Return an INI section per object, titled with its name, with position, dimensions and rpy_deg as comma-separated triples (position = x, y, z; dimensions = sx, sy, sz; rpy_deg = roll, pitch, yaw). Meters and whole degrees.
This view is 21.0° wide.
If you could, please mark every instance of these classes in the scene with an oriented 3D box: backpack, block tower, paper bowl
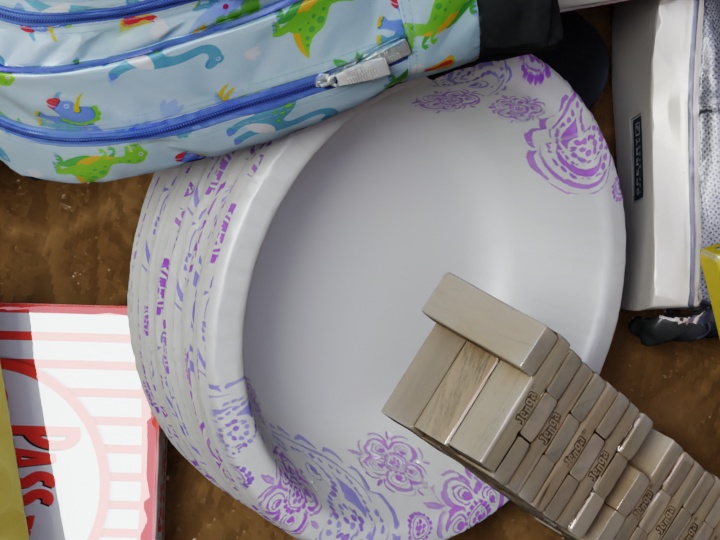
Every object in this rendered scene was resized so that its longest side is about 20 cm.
[backpack]
position = -0.056, -0.114, 0.646
dimensions = 0.199, 0.154, 0.164
rpy_deg = -26, 63, 5
[block tower]
position = 0.084, 0.074, 0.746
dimensions = 0.054, 0.200, 0.058
rpy_deg = 27, 81, 42
[paper bowl]
position = 0.000, 0.000, 0.761
dimensions = 0.199, 0.104, 0.202
rpy_deg = -13, 113, -33

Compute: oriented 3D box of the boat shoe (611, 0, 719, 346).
[boat shoe]
position = 0.159, -0.068, 0.822
dimensions = 0.092, 0.075, 0.202
rpy_deg = 1, 89, -9

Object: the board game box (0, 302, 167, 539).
[board game box]
position = -0.179, 0.089, 0.805
dimensions = 0.198, 0.046, 0.153
rpy_deg = 1, 83, -1

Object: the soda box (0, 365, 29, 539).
[soda box]
position = -0.169, 0.105, 0.736
dimensions = 0.067, 0.064, 0.202
rpy_deg = -6, 82, -41

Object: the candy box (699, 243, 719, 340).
[candy box]
position = 0.209, 0.074, 0.793
dimensions = 0.101, 0.026, 0.202
rpy_deg = -16, 100, -5

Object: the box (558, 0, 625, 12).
[box]
position = 0.096, -0.221, 0.766
dimensions = 0.108, 0.128, 0.201
rpy_deg = -11, 54, -2

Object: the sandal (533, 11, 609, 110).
[sandal]
position = 0.016, -0.127, 0.828
dimensions = 0.199, 0.043, 0.077
rpy_deg = 23, 66, -1
